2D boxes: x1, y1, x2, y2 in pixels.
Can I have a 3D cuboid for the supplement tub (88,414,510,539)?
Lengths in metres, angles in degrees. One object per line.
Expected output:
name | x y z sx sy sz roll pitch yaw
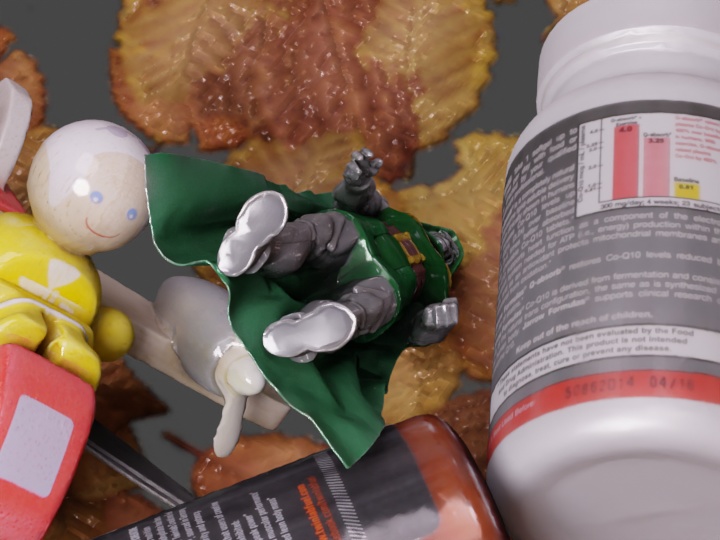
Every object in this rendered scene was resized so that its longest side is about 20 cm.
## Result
supplement tub | -0.046 0.128 0.732 0.199 0.107 0.107 -20 56 -6

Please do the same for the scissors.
scissors | -0.130 0.048 0.834 0.200 0.014 0.073 43 29 26

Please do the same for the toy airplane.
toy airplane | -0.121 -0.007 0.771 0.141 0.200 0.199 -42 79 26

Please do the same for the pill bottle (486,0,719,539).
pill bottle | 0.107 0.001 0.799 0.115 0.116 0.201 1 56 7

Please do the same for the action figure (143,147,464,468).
action figure | 0.000 0.000 0.783 0.055 0.200 0.118 -31 85 16
